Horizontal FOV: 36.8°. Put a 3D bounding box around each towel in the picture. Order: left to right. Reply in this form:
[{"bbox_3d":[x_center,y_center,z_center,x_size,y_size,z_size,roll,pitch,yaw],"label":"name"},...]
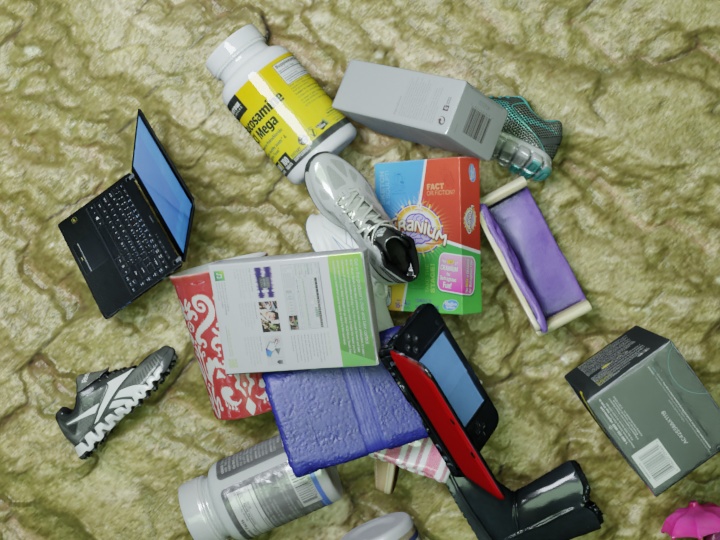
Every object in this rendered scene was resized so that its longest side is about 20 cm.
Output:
[{"bbox_3d":[-0.013,0.168,1.387,0.200,0.050,0.148,-17,82,-6],"label":"towel"},{"bbox_3d":[0.046,0.179,1.422,0.200,0.030,0.146,21,82,0],"label":"towel"}]

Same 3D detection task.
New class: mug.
[{"bbox_3d":[-0.152,0.087,1.426,0.133,0.177,0.200,-18,98,-39],"label":"mug"}]

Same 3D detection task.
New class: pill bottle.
[{"bbox_3d":[-0.135,0.293,1.457,0.200,0.114,0.114,-24,92,4],"label":"pill bottle"},{"bbox_3d":[-0.108,-0.221,1.430,0.112,0.112,0.200,-41,90,4],"label":"pill bottle"},{"bbox_3d":[0.055,0.438,1.458,0.111,0.111,0.200,-23,92,3],"label":"pill bottle"}]

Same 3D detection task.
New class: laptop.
[{"bbox_3d":[-0.310,-0.072,1.417,0.200,0.103,0.177,-35,61,3],"label":"laptop"}]

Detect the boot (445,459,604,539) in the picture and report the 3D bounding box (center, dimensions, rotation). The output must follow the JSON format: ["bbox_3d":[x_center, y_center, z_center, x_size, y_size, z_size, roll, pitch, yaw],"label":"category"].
[{"bbox_3d":[0.217,0.294,1.460,0.168,0.076,0.200,-30,98,7],"label":"boot"}]

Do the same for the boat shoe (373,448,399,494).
[{"bbox_3d":[0.021,0.202,1.472,0.064,0.071,0.200,-2,83,7],"label":"boat shoe"}]

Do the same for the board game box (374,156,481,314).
[{"bbox_3d":[0.087,-0.045,1.422,0.153,0.040,0.200,1,93,45],"label":"board game box"}]

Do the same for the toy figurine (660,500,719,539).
[{"bbox_3d":[0.455,0.404,1.444,0.200,0.150,0.184,27,84,-21],"label":"toy figurine"}]

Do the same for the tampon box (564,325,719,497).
[{"bbox_3d":[0.365,0.173,1.387,0.126,0.200,0.150,-36,90,4],"label":"tampon box"}]

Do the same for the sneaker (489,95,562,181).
[{"bbox_3d":[0.182,-0.202,1.450,0.200,0.078,0.091,33,71,3],"label":"sneaker"}]

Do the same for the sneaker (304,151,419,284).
[{"bbox_3d":[0.013,-0.068,1.347,0.076,0.115,0.201,-40,102,-12],"label":"sneaker"}]

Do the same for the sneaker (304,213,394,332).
[{"bbox_3d":[0.000,0.000,1.436,0.087,0.075,0.200,-29,82,17],"label":"sneaker"}]

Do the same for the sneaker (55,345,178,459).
[{"bbox_3d":[-0.341,0.162,1.482,0.200,0.066,0.091,-44,93,6],"label":"sneaker"}]

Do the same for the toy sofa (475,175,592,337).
[{"bbox_3d":[0.225,-0.018,1.435,0.083,0.098,0.200,-28,91,4],"label":"toy sofa"}]

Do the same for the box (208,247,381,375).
[{"bbox_3d":[-0.080,0.051,1.336,0.200,0.036,0.144,-4,102,15],"label":"box"}]

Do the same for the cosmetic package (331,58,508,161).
[{"bbox_3d":[0.073,-0.204,1.367,0.200,0.101,0.071,20,89,41],"label":"cosmetic package"}]

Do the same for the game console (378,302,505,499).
[{"bbox_3d":[0.124,0.153,1.320,0.119,0.172,0.200,-15,113,44],"label":"game console"}]
